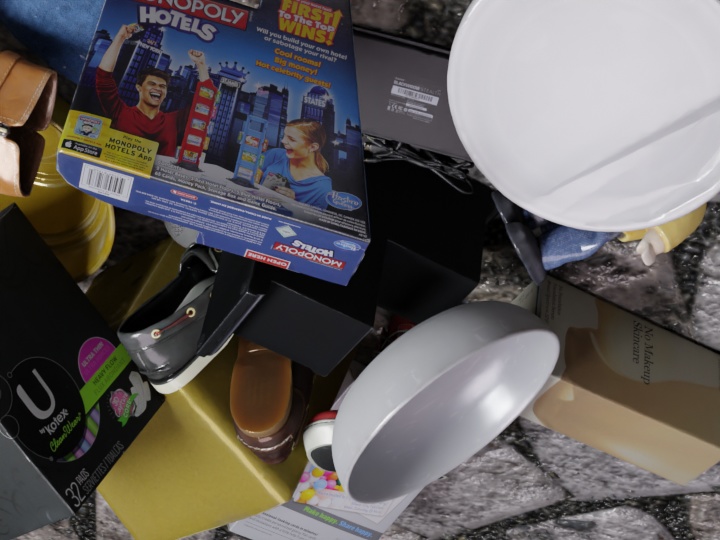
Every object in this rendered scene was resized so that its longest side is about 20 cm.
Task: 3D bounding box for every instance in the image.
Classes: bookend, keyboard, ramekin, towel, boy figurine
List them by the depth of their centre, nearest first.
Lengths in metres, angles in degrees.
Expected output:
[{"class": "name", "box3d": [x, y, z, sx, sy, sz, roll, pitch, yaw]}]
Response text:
[{"class": "ramekin", "box3d": [0.160, -0.133, 0.899, 0.199, 0.095, 0.204, 9, 128, 12]}, {"class": "towel", "box3d": [-0.165, -0.203, 0.960, 0.111, 0.049, 0.199, 34, 137, -25]}, {"class": "boy figurine", "box3d": [0.199, -0.059, 0.992, 0.198, 0.125, 0.065, -25, 139, 13]}, {"class": "keyboard", "box3d": [0.038, -0.124, 1.031, 0.197, 0.040, 0.105, 16, 118, -3]}, {"class": "bookend", "box3d": [0.000, 0.000, 1.048, 0.198, 0.201, 0.092, 24, 138, -18]}]

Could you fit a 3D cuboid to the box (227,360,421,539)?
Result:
[{"class": "box", "box3d": [-0.014, 0.192, 1.332, 0.155, 0.041, 0.201, 28, 109, -34]}]

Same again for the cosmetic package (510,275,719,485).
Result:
[{"class": "cosmetic package", "box3d": [0.218, 0.095, 1.191, 0.198, 0.106, 0.071, 22, 141, -16]}]

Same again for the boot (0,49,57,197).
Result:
[{"class": "boot", "box3d": [-0.283, -0.153, 0.961, 0.153, 0.074, 0.203, 12, 104, 12]}]

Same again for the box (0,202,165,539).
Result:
[{"class": "box", "box3d": [-0.278, 0.082, 1.065, 0.123, 0.149, 0.201, -25, 108, 35]}]

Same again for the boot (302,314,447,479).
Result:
[{"class": "boot", "box3d": [0.013, 0.101, 1.197, 0.072, 0.146, 0.199, -9, 164, 28]}]

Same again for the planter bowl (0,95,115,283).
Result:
[{"class": "planter bowl", "box3d": [-0.272, -0.087, 1.091, 0.197, 0.084, 0.202, 9, 133, 10]}]

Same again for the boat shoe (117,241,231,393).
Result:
[{"class": "boat shoe", "box3d": [-0.108, 0.004, 1.098, 0.073, 0.202, 0.063, 5, 136, 53]}]

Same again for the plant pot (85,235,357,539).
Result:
[{"class": "plant pot", "box3d": [-0.156, 0.089, 1.216, 0.194, 0.195, 0.201, -23, 118, 36]}]

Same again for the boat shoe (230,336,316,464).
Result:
[{"class": "boat shoe", "box3d": [-0.067, 0.059, 1.142, 0.069, 0.202, 0.071, 2, 149, 16]}]

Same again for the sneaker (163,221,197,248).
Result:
[{"class": "sneaker", "box3d": [-0.133, -0.076, 1.082, 0.074, 0.083, 0.201, 11, 142, 1]}]

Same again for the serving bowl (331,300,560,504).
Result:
[{"class": "serving bowl", "box3d": [0.056, 0.089, 1.060, 0.199, 0.066, 0.201, -29, 153, -16]}]

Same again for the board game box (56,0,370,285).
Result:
[{"class": "board game box", "box3d": [-0.078, -0.115, 0.907, 0.197, 0.202, 0.062, 16, 148, -9]}]
